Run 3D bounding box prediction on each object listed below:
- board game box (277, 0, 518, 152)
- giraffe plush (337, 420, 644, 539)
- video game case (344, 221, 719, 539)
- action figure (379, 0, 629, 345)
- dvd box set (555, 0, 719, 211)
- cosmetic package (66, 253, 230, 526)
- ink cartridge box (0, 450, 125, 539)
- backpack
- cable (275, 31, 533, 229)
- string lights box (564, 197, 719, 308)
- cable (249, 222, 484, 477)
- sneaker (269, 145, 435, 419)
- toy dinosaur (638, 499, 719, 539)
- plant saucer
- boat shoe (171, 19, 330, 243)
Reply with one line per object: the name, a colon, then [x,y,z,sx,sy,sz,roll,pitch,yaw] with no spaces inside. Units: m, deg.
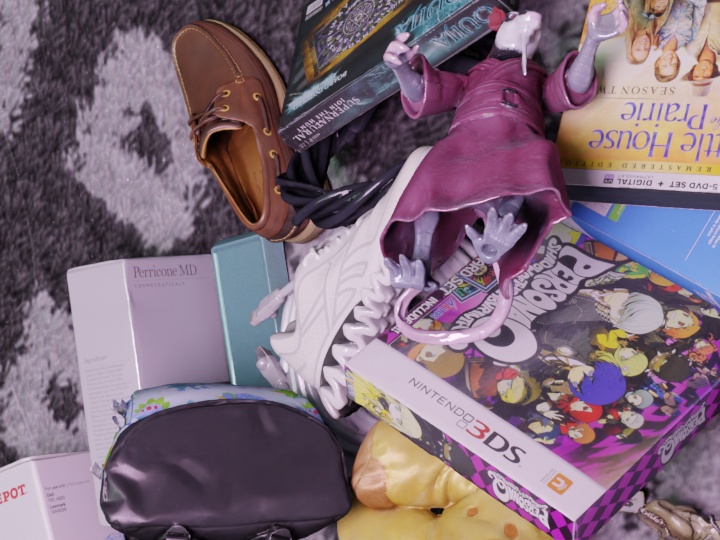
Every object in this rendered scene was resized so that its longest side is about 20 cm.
board game box: [0.027,-0.175,1.097,0.200,0.028,0.136,-29,38,38]
giraffe plush: [0.070,0.197,1.004,0.199,0.162,0.173,-13,117,22]
video game case: [0.122,0.052,0.974,0.181,0.200,0.036,33,147,34]
action figure: [0.086,-0.074,0.936,0.133,0.200,0.149,3,138,15]
dvd box set: [0.197,-0.133,0.944,0.146,0.029,0.201,6,73,33]
cosmetic package: [-0.157,0.091,1.260,0.074,0.102,0.201,-10,86,39]
ink cartridge box: [-0.265,0.265,1.365,0.145,0.084,0.201,-24,77,38]
backpack: [-0.103,0.137,1.115,0.200,0.163,0.154,111,155,-65]
cable: [0.021,-0.100,1.099,0.200,0.051,0.164,-16,53,36]
string lights box: [0.214,-0.035,0.951,0.200,0.059,0.103,33,90,34]
cable: [0.033,0.055,1.121,0.200,0.069,0.200,-46,64,30]
sneaker: [0.000,0.000,1.032,0.081,0.075,0.200,37,122,19]
toy dinosaur: [0.258,0.171,0.953,0.200,0.047,0.088,35,128,33]
plant saucer: [-0.076,0.069,1.245,0.070,0.019,0.201,-14,84,40]
boat shoe: [-0.092,-0.109,1.218,0.072,0.067,0.200,-42,66,33]
